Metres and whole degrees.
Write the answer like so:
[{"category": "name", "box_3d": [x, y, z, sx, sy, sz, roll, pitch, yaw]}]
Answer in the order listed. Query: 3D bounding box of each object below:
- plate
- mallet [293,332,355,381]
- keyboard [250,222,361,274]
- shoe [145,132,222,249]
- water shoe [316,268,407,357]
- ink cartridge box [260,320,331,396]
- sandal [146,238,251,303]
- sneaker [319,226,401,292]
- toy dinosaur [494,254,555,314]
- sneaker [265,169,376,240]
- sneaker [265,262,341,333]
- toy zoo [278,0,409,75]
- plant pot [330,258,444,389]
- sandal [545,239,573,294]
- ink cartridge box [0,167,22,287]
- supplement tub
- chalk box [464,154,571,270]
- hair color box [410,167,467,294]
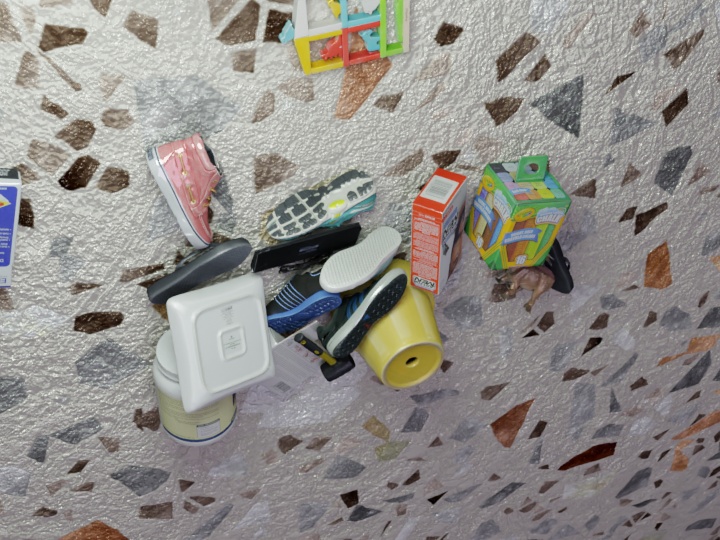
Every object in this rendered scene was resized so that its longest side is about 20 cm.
[{"category": "plate", "box_3d": [-0.226, 0.121, 1.528, 0.199, 0.032, 0.201, -18, 106, -42]}, {"category": "mallet", "box_3d": [-0.082, 0.162, 1.687, 0.066, 0.041, 0.200, -36, 148, 14]}, {"category": "keyboard", "box_3d": [-0.097, -0.034, 1.560, 0.199, 0.021, 0.127, -15, 157, -21]}, {"category": "shoe", "box_3d": [-0.249, -0.120, 1.384, 0.090, 0.072, 0.201, -21, 134, 1]}, {"category": "water shoe", "box_3d": [-0.002, 0.061, 1.603, 0.200, 0.079, 0.071, -48, 143, 0]}, {"category": "ink cartridge box", "box_3d": [-0.128, 0.156, 1.710, 0.176, 0.045, 0.200, -34, 152, 4]}, {"category": "sandal", "box_3d": [-0.275, -0.008, 1.490, 0.199, 0.043, 0.076, -27, 160, 14]}, {"category": "sneaker", "box_3d": [0.000, 0.000, 1.591, 0.200, 0.074, 0.082, -32, 151, -38]}, {"category": "toy dinosaur", "box_3d": [0.349, 0.005, 1.813, 0.136, 0.086, 0.200, -44, 136, 19]}, {"category": "sneaker", "box_3d": [-0.061, -0.094, 1.513, 0.199, 0.078, 0.080, -22, 147, -6]}, {"category": "sneaker", "box_3d": [-0.117, 0.052, 1.637, 0.199, 0.078, 0.070, -23, 147, 28]}, {"category": "toy zoo", "box_3d": [-0.023, -0.359, 1.306, 0.199, 0.021, 0.132, -16, 137, -13]}, {"category": "plant pot", "box_3d": [0.065, 0.112, 1.695, 0.200, 0.189, 0.202, -15, 136, -15]}, {"category": "sandal", "box_3d": [0.403, -0.018, 1.837, 0.043, 0.076, 0.200, -48, 142, -17]}, {"category": "ink cartridge box", "box_3d": [-0.597, -0.060, 1.283, 0.197, 0.047, 0.201, -1, 133, -29]}, {"category": "supplement tub", "box_3d": [-0.300, 0.207, 1.627, 0.144, 0.145, 0.201, -12, 136, -17]}, {"category": "chalk box", "box_3d": [0.291, -0.118, 1.634, 0.124, 0.124, 0.201, -6, 134, -24]}, {"category": "hair color box", "box_3d": [0.140, -0.068, 1.610, 0.111, 0.064, 0.201, -54, 156, -38]}]
